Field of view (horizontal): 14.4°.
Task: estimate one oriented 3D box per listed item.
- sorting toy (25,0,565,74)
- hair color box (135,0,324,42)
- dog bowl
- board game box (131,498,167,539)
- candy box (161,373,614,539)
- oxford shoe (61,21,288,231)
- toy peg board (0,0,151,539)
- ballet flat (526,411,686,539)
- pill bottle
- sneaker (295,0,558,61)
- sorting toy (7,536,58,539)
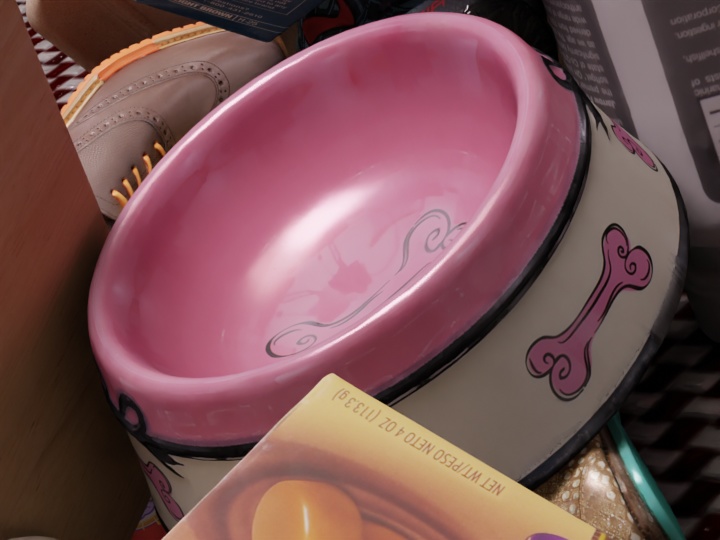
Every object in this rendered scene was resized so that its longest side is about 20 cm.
[{"bbox_3d":[-0.015,-0.110,1.218,0.199,0.185,0.037,-14,63,24],"label":"sorting toy"},{"bbox_3d":[-0.011,-0.159,0.994,0.200,0.060,0.101,152,130,-63],"label":"hair color box"},{"bbox_3d":[0.000,0.000,0.901,0.199,0.074,0.201,-24,35,18],"label":"dog bowl"},{"bbox_3d":[-0.084,0.038,1.105,0.153,0.041,0.200,-30,24,-19],"label":"board game box"},{"bbox_3d":[0.039,0.120,0.667,0.199,0.057,0.117,29,46,20],"label":"candy box"},{"bbox_3d":[-0.098,-0.030,1.143,0.200,0.072,0.073,-39,36,-17],"label":"oxford shoe"},{"bbox_3d":[-0.159,0.046,0.887,0.097,0.200,0.201,1,43,23],"label":"toy peg board"},{"bbox_3d":[0.054,0.051,0.922,0.065,0.071,0.200,-29,19,7],"label":"ballet flat"},{"bbox_3d":[0.124,-0.078,0.966,0.110,0.201,0.111,-18,23,8],"label":"pill bottle"},{"bbox_3d":[0.011,-0.100,1.048,0.079,0.096,0.200,-10,0,-17],"label":"sneaker"},{"bbox_3d":[-0.053,0.122,0.812,0.199,0.108,0.180,14,13,4],"label":"sorting toy"}]
